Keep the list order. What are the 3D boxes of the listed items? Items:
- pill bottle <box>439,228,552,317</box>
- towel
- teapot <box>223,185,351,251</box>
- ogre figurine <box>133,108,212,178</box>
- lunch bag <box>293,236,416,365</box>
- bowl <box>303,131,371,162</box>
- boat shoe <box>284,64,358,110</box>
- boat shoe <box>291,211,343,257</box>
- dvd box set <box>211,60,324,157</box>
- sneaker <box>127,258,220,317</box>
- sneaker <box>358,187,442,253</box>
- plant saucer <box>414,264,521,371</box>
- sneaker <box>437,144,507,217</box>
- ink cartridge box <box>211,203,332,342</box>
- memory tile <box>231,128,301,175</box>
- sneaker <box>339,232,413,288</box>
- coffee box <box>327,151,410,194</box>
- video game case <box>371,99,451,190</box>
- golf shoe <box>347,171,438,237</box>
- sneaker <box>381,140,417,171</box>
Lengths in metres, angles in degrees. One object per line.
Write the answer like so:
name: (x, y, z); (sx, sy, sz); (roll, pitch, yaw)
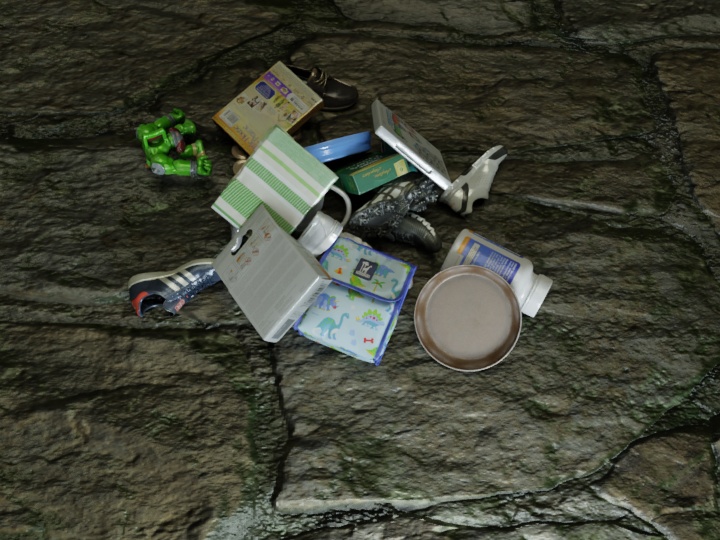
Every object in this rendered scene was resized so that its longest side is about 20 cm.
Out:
pill bottle: (0.265, 0.010, 1.501); (0.200, 0.112, 0.112); (29, 63, 11)
towel: (-0.159, -0.145, 1.408); (0.153, 0.023, 0.200); (41, 106, -2)
teapot: (-0.152, -0.117, 1.516); (0.197, 0.200, 0.146); (-16, 94, -36)
ogre figurine: (-0.396, -0.263, 1.609); (0.120, 0.098, 0.200); (-14, 74, -25)
lunch bag: (-0.007, 0.052, 1.424); (0.170, 0.127, 0.200); (22, 79, 6)
bowl: (-0.072, -0.239, 1.571); (0.200, 0.201, 0.039); (-17, 98, -14)
boat shoe: (-0.103, -0.414, 1.728); (0.200, 0.073, 0.075); (9, 61, 0)
boat shoe: (-0.112, -0.049, 1.453); (0.069, 0.200, 0.072); (40, 53, -13)
dvd box set: (-0.198, -0.341, 1.658); (0.200, 0.029, 0.146); (-44, 73, -10)
sneaker: (-0.336, 0.039, 1.460); (0.200, 0.075, 0.085); (-15, 61, -2)
sneaker: (0.074, -0.087, 1.568); (0.090, 0.066, 0.200); (-41, 67, -20)
plant saucer: (0.202, 0.088, 1.448); (0.200, 0.032, 0.200); (1, 92, 13)
sneaker: (0.253, -0.190, 1.644); (0.080, 0.074, 0.200); (45, 70, 3)
ink cartridge box: (-0.165, 0.005, 1.394); (0.162, 0.050, 0.200); (-48, 59, 16)
memory tile: (-0.203, -0.281, 1.679); (0.153, 0.017, 0.200); (-1, 61, -5)
sneaker: (0.000, 0.000, 1.509); (0.200, 0.076, 0.092); (31, 67, 14)
coffee box: (0.002, -0.201, 1.562); (0.123, 0.200, 0.044); (-25, 108, -17)
video game case: (0.099, -0.255, 1.539); (0.182, 0.024, 0.200); (36, 20, -18)
golf shoe: (0.054, -0.134, 1.527); (0.200, 0.078, 0.094); (-27, 39, -15)
sneaker: (0.085, -0.228, 1.637); (0.077, 0.080, 0.200); (-12, 63, -11)
